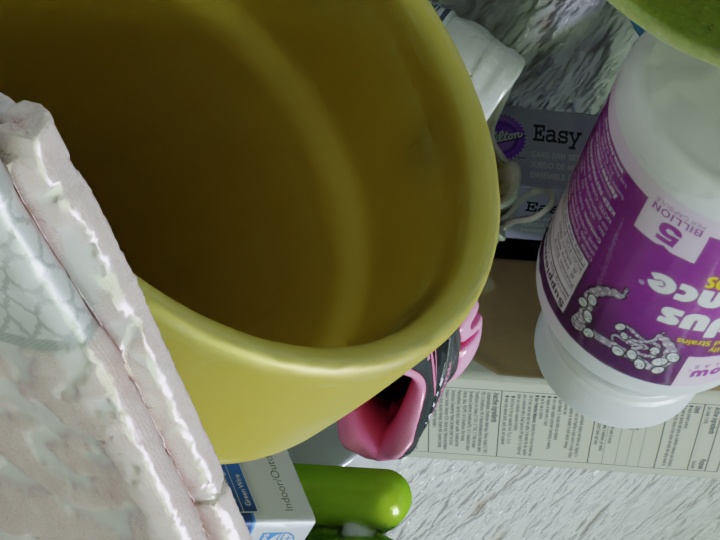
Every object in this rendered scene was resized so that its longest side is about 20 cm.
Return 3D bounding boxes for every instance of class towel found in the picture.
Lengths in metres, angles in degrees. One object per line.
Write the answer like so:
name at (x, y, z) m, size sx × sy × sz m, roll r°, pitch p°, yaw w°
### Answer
towel at (-0.128, 0.023, 0.568) m, size 0.032 × 0.200 × 0.191 m, roll -53°, pitch 140°, yaw -34°

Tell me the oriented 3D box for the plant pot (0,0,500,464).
plant pot at (-0.090, -0.014, 0.672) m, size 0.201 × 0.201 × 0.189 m, roll -17°, pitch 162°, yaw -49°

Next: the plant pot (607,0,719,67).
plant pot at (0.182, -0.203, 0.811) m, size 0.184 × 0.200 × 0.201 m, roll -43°, pitch 163°, yaw -34°

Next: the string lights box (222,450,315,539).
string lights box at (-0.128, 0.070, 0.780) m, size 0.200 × 0.103 × 0.059 m, roll 3°, pitch 135°, yaw -33°

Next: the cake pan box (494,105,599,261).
cake pan box at (0.133, -0.012, 1.113) m, size 0.200 × 0.052 × 0.184 m, roll 6°, pitch 149°, yaw -1°

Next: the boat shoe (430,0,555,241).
boat shoe at (0.043, -0.036, 0.979) m, size 0.075 × 0.086 × 0.202 m, roll -58°, pitch 168°, yaw -36°

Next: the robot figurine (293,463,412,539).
robot figurine at (-0.005, 0.173, 0.948) m, size 0.115 × 0.176 × 0.200 m, roll 4°, pitch 178°, yaw -5°

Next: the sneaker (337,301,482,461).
sneaker at (0.000, 0.000, 0.906) m, size 0.095 × 0.079 × 0.200 m, roll -64°, pitch 147°, yaw -40°

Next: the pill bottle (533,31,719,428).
pill bottle at (0.141, -0.014, 0.956) m, size 0.112 × 0.112 × 0.200 m, roll -31°, pitch 158°, yaw -28°

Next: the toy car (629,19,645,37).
toy car at (0.255, -0.131, 0.986) m, size 0.184 × 0.200 × 0.177 m, roll 13°, pitch 99°, yaw -61°

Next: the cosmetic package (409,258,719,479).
cosmetic package at (0.115, 0.050, 1.102) m, size 0.200 × 0.071 × 0.105 m, roll 4°, pitch 151°, yaw 2°

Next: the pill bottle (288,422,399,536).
pill bottle at (-0.038, 0.100, 1.084) m, size 0.114 × 0.114 × 0.200 m, roll -35°, pitch 158°, yaw -20°
